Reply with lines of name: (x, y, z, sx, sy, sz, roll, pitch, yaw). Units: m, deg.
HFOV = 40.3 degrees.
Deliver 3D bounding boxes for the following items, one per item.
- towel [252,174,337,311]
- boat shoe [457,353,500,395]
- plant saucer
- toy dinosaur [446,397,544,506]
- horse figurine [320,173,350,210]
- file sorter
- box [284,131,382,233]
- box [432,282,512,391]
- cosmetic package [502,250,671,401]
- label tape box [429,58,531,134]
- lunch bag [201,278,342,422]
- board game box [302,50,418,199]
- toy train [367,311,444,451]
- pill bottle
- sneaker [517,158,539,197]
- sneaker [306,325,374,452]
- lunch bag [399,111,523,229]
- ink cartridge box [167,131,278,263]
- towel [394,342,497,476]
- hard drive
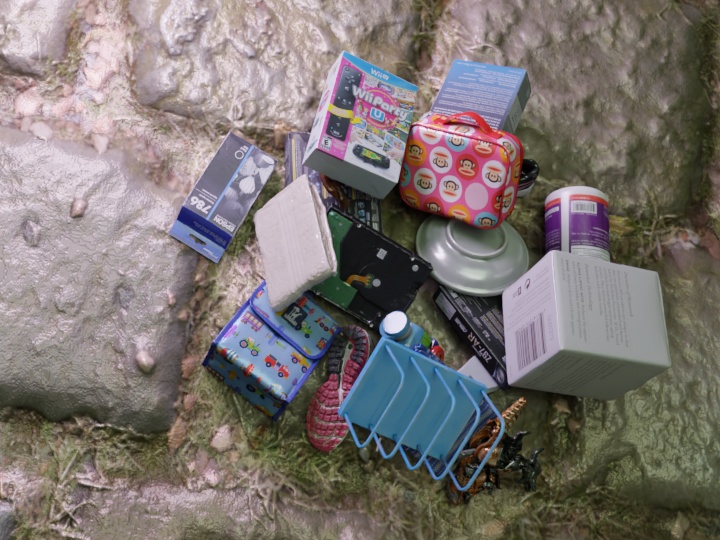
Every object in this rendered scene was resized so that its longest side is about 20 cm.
towel: (-0.106, -0.044, 1.555, 0.034, 0.132, 0.202, 26, 39, -43)
boat shoe: (0.181, 0.188, 1.618, 0.198, 0.057, 0.069, -26, 72, -23)
plant saucer: (0.192, -0.047, 1.651, 0.197, 0.051, 0.202, 5, 47, -5)
toy dinosaur: (0.212, 0.293, 1.543, 0.134, 0.200, 0.103, 15, 44, -28)
horse figurine: (-0.020, -0.200, 1.636, 0.131, 0.050, 0.202, 24, 65, -10)
file sorter: (0.093, 0.218, 1.452, 0.198, 0.123, 0.140, 26, 103, -22)
box: (-0.046, -0.131, 1.658, 0.158, 0.049, 0.203, 1, 73, -16)
box: (0.239, 0.079, 1.637, 0.159, 0.044, 0.201, -28, 71, -31)
cosmetic package: (0.349, 0.091, 1.538, 0.197, 0.165, 0.167, 10, 62, -20)
label tape box: (0.198, -0.266, 1.721, 0.141, 0.066, 0.202, 15, 69, 26)
lunch bag: (-0.130, 0.108, 1.557, 0.150, 0.094, 0.201, 37, 56, 0)
board game box: (0.003, -0.237, 1.597, 0.146, 0.064, 0.202, 22, 59, -15)
toy train: (0.047, 0.172, 1.546, 0.116, 0.084, 0.202, 50, 60, -44)
pill bottle: (0.377, -0.036, 1.705, 0.111, 0.112, 0.203, 7, 73, -12)
sneaker: (0.223, -0.178, 1.721, 0.197, 0.086, 0.082, -5, 73, -15)
sneaker: (-0.022, 0.192, 1.558, 0.080, 0.075, 0.203, 17, 80, 26)
lunch bag: (0.164, -0.175, 1.611, 0.198, 0.179, 0.082, 20, 31, 25)
ink cartridge box: (-0.225, -0.122, 1.615, 0.099, 0.039, 0.202, 30, 70, -5)
towel: (0.108, 0.221, 1.533, 0.200, 0.024, 0.145, 41, 95, -23)
hard drive: (0.000, 0.000, 1.596, 0.198, 0.038, 0.141, 30, 101, -10)
